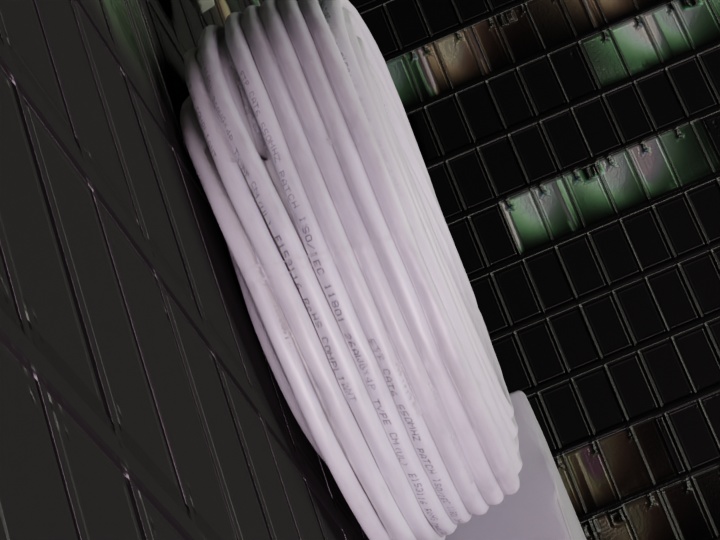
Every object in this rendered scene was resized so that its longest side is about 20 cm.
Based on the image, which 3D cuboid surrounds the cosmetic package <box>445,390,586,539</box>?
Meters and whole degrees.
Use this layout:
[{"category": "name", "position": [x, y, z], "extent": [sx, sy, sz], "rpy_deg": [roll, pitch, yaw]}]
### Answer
[{"category": "cosmetic package", "position": [0.072, 0.158, 0.893], "extent": [0.102, 0.071, 0.201], "rpy_deg": [-106, 173, -53]}]

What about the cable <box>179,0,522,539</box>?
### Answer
[{"category": "cable", "position": [0.000, 0.000, 0.791], "extent": [0.200, 0.069, 0.201], "rpy_deg": [55, 13, -74]}]

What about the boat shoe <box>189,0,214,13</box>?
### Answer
[{"category": "boat shoe", "position": [-0.070, -0.183, 0.912], "extent": [0.201, 0.061, 0.073], "rpy_deg": [-108, 175, -45]}]
